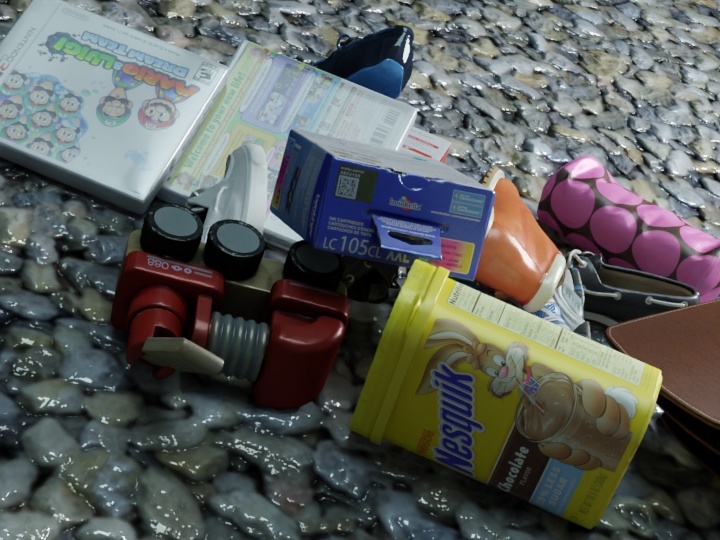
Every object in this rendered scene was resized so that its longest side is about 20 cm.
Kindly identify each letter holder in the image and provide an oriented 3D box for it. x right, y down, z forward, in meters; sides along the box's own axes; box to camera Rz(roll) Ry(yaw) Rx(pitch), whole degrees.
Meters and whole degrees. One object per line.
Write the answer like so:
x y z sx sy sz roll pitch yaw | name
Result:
0.291 0.113 1.518 0.141 0.102 0.200 -11 24 -18 | letter holder

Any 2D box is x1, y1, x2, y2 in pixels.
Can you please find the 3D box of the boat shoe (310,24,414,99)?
0.008 -0.199 1.915 0.084 0.069 0.199 32 -16 -25 | boat shoe

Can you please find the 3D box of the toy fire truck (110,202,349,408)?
-0.097 0.047 1.410 0.174 0.129 0.201 15 37 -10 | toy fire truck

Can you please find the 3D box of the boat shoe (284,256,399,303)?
0.000 0.000 1.607 0.199 0.070 0.067 -26 81 -51 | boat shoe

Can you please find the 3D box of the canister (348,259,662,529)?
0.106 0.094 1.404 0.198 0.149 0.087 23 42 5 | canister

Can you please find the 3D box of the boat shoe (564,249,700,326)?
0.211 0.013 1.738 0.198 0.061 0.074 21 26 5 | boat shoe

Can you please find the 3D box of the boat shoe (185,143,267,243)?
-0.117 -0.040 1.603 0.068 0.072 0.201 9 44 -7 | boat shoe

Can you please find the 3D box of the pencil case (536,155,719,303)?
0.273 -0.040 1.860 0.199 0.091 0.094 33 64 24 | pencil case

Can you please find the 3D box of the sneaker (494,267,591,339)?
0.156 0.068 1.599 0.076 0.076 0.200 -4 26 2 | sneaker

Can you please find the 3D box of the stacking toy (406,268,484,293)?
0.076 0.030 1.597 0.084 0.086 0.200 14 22 -11 | stacking toy

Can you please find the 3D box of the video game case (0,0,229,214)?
-0.243 -0.153 1.709 0.198 0.024 0.183 22 53 8 | video game case

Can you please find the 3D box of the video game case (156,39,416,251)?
-0.064 -0.108 1.734 0.180 0.022 0.201 22 54 6 | video game case

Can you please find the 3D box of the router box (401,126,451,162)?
-0.027 -0.112 1.836 0.198 0.049 0.180 22 25 7 | router box

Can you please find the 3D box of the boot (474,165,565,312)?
0.126 -0.023 1.626 0.107 0.075 0.200 33 19 -4 | boot

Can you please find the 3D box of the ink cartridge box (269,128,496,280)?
0.018 -0.051 1.482 0.135 0.077 0.200 11 7 -16 | ink cartridge box
